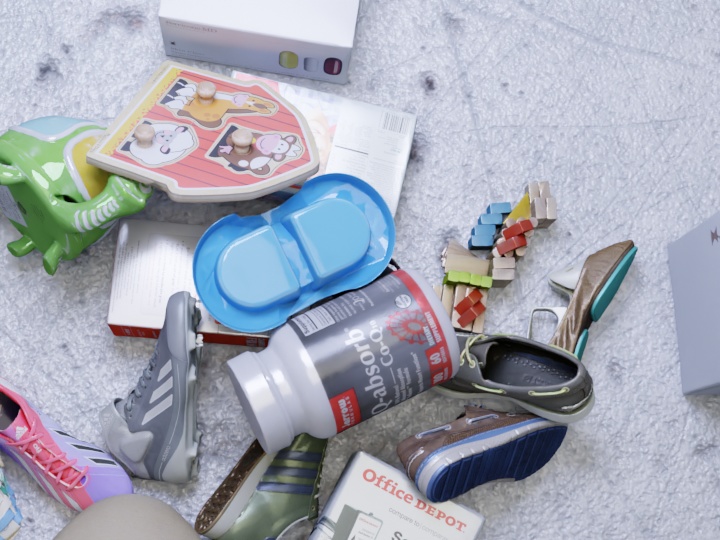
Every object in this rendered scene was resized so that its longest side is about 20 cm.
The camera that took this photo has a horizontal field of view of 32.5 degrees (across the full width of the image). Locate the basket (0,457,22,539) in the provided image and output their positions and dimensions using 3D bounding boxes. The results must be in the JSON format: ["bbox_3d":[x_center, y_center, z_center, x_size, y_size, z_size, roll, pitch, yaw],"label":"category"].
[{"bbox_3d":[-0.413,0.191,1.136,0.200,0.176,0.139,41,77,-15],"label":"basket"}]

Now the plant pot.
[{"bbox_3d":[-0.216,0.287,1.137,0.199,0.201,0.135,-2,45,-5],"label":"plant pot"}]

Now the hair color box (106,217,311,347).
[{"bbox_3d":[-0.147,0.015,1.245,0.199,0.064,0.112,5,76,-2],"label":"hair color box"}]

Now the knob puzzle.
[{"bbox_3d":[-0.131,-0.133,1.169,0.218,0.031,0.220,5,42,-4],"label":"knob puzzle"}]

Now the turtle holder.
[{"bbox_3d":[-0.287,-0.090,1.196,0.132,0.185,0.141,-39,98,-27],"label":"turtle holder"}]

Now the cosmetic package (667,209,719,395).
[{"bbox_3d":[0.436,0.031,1.237,0.199,0.166,0.169,-2,79,-6],"label":"cosmetic package"}]

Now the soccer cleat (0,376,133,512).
[{"bbox_3d":[-0.307,0.171,1.192,0.200,0.076,0.067,38,82,5],"label":"soccer cleat"}]

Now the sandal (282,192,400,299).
[{"bbox_3d":[-0.001,0.000,1.230,0.200,0.048,0.076,43,59,-22],"label":"sandal"}]

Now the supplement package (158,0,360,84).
[{"bbox_3d":[-0.098,-0.299,1.287,0.199,0.111,0.157,9,78,-2],"label":"supplement package"}]

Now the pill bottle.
[{"bbox_3d":[-0.017,0.087,1.158,0.199,0.116,0.116,-25,82,-13],"label":"pill bottle"}]

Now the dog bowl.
[{"bbox_3d":[-0.065,-0.014,1.163,0.199,0.050,0.112,-25,87,-15],"label":"dog bowl"}]

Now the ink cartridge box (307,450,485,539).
[{"bbox_3d":[0.013,0.293,1.192,0.146,0.083,0.201,27,77,0],"label":"ink cartridge box"}]

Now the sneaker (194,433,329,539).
[{"bbox_3d":[-0.070,0.206,1.218,0.090,0.067,0.200,47,67,-17],"label":"sneaker"}]

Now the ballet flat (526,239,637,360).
[{"bbox_3d":[0.215,0.045,1.276,0.072,0.068,0.201,24,81,20],"label":"ballet flat"}]

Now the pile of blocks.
[{"bbox_3d":[0.135,-0.021,1.276,0.082,0.062,0.201,33,78,2],"label":"pile of blocks"}]

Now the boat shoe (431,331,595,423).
[{"bbox_3d":[0.133,0.092,1.217,0.201,0.060,0.072,14,56,26],"label":"boat shoe"}]

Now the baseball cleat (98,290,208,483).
[{"bbox_3d":[-0.200,0.115,1.185,0.106,0.070,0.201,2,107,0],"label":"baseball cleat"}]

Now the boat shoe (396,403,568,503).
[{"bbox_3d":[0.121,0.164,1.210,0.199,0.073,0.072,-6,36,-41],"label":"boat shoe"}]

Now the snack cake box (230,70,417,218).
[{"bbox_3d":[-0.050,-0.122,1.278,0.199,0.067,0.116,14,79,-2],"label":"snack cake box"}]
